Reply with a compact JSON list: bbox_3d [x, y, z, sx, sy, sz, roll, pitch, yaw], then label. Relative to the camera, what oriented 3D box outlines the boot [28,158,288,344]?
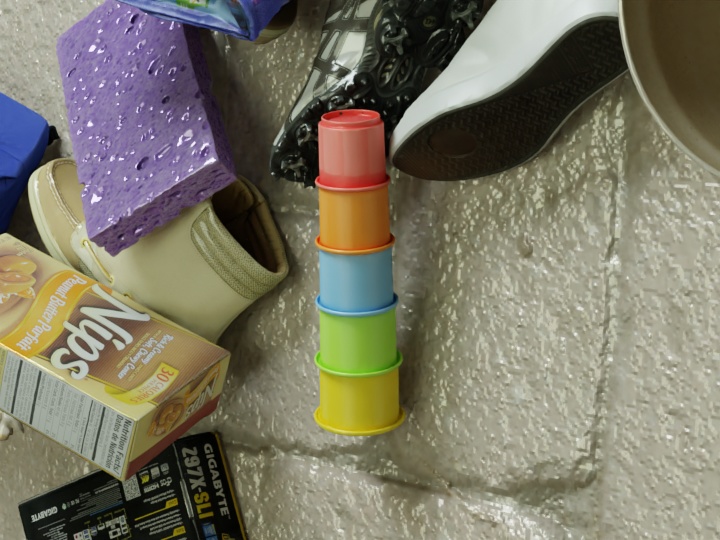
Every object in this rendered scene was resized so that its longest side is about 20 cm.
[{"bbox_3d":[-0.146,-0.033,1.098,0.155,0.073,0.200,-45,70,34],"label":"boot"}]

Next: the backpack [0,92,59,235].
[{"bbox_3d":[-0.367,-0.050,1.211,0.162,0.168,0.200,32,127,-5],"label":"backpack"}]

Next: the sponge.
[{"bbox_3d":[-0.155,-0.117,1.077,0.111,0.030,0.201,-31,51,19],"label":"sponge"}]

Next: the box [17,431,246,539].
[{"bbox_3d":[-0.166,0.224,1.148,0.200,0.049,0.160,-26,78,39],"label":"box"}]

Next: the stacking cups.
[{"bbox_3d":[0.000,0.000,0.963,0.060,0.060,0.201,14,111,40],"label":"stacking cups"}]

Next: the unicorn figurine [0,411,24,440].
[{"bbox_3d":[-0.265,0.059,1.162,0.074,0.199,0.138,-122,20,-70],"label":"unicorn figurine"}]

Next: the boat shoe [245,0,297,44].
[{"bbox_3d":[-0.108,-0.217,1.064,0.200,0.072,0.065,57,130,30],"label":"boat shoe"}]

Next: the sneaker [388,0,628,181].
[{"bbox_3d":[0.093,-0.123,0.907,0.200,0.073,0.085,-32,43,42],"label":"sneaker"}]

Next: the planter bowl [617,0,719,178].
[{"bbox_3d":[0.240,-0.133,0.721,0.200,0.134,0.201,2,93,40],"label":"planter bowl"}]

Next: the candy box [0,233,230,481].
[{"bbox_3d":[-0.204,0.054,1.043,0.199,0.115,0.056,26,120,17],"label":"candy box"}]

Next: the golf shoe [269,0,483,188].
[{"bbox_3d":[0.005,-0.137,0.978,0.200,0.077,0.095,-47,41,33],"label":"golf shoe"}]

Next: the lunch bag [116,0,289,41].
[{"bbox_3d":[-0.104,-0.233,0.973,0.199,0.151,0.094,25,141,10],"label":"lunch bag"}]
